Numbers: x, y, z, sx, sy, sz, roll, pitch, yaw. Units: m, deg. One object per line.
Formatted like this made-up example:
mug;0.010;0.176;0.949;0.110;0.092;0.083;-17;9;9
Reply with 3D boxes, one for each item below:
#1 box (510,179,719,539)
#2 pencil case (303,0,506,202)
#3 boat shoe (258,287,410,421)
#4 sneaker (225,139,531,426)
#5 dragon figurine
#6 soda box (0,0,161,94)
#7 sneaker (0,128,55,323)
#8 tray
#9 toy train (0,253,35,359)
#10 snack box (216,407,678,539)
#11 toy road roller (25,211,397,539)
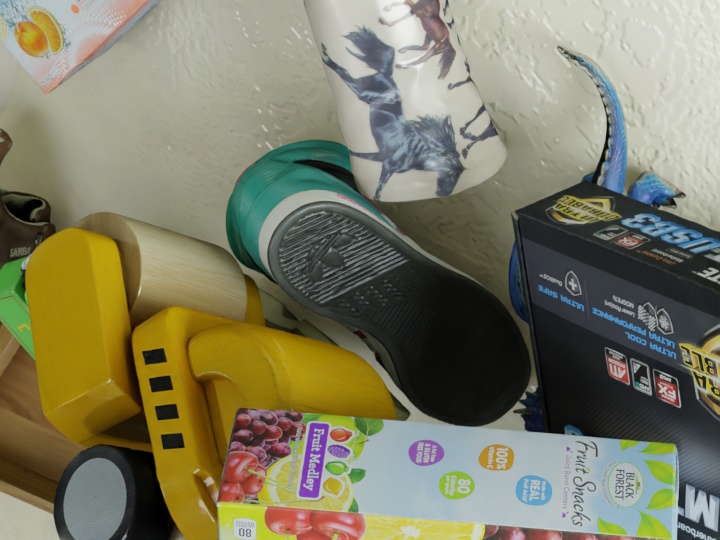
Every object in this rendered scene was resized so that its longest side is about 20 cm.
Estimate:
box;0.156;0.078;1.288;0.200;0.050;0.199;25;131;52
pencil case;0.010;-0.126;1.403;0.078;0.089;0.200;-14;114;12
boat shoe;-0.036;0.066;1.513;0.075;0.068;0.200;44;174;-20
sneaker;0.000;0.000;1.500;0.200;0.084;0.121;41;-174;-38
dragon figurine;0.112;-0.002;1.396;0.059;0.099;0.200;14;127;29
soda box;-0.118;-0.173;1.477;0.068;0.064;0.200;50;136;-4
sneaker;-0.199;-0.001;1.662;0.070;0.076;0.200;39;163;35
tray;-0.129;0.100;1.608;0.200;0.037;0.099;26;110;-23
toy train;-0.128;0.067;1.541;0.056;0.042;0.200;-16;123;36
snack box;0.038;0.149;1.300;0.200;0.068;0.169;6;132;4
toy road roller;-0.067;0.053;1.398;0.146;0.123;0.200;-30;60;32
